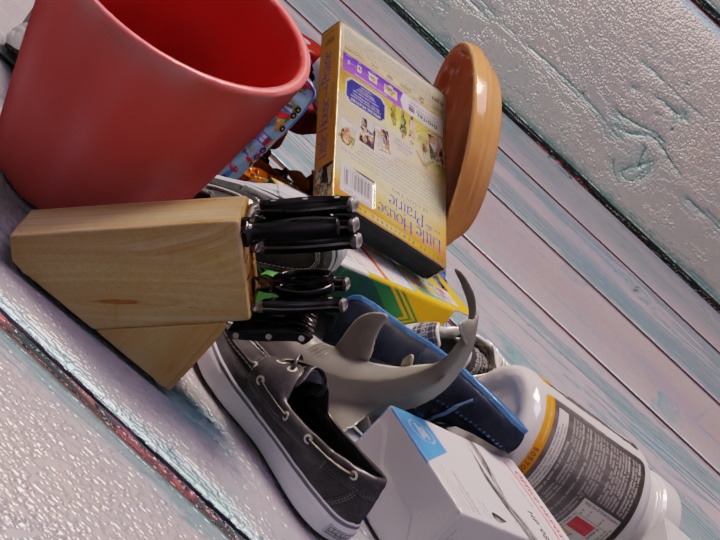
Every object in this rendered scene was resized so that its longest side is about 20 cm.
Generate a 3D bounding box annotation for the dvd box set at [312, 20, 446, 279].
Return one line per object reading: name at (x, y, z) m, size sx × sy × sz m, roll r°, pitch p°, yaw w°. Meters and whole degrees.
dvd box set at (0.020, -0.108, 1.527) m, size 0.146 × 0.029 × 0.201 m, roll 30°, pitch 47°, yaw -35°

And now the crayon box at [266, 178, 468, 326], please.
crayon box at (0.000, 0.000, 1.519) m, size 0.199 × 0.052 × 0.126 m, roll 22°, pitch 22°, yaw -47°

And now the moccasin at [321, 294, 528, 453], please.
moccasin at (0.049, 0.098, 1.379) m, size 0.200 × 0.068 × 0.081 m, roll 34°, pitch -8°, yaw 37°

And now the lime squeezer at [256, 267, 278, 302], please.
lime squeezer at (-0.090, 0.013, 1.388) m, size 0.070 × 0.038 × 0.200 m, roll 13°, pitch 9°, yaw 13°

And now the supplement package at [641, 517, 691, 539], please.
supplement package at (0.276, 0.312, 1.327) m, size 0.200 × 0.114 × 0.110 m, roll 42°, pitch 16°, yaw -6°

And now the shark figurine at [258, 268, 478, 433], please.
shark figurine at (0.013, 0.085, 1.265) m, size 0.090 × 0.213 × 0.129 m, roll -45°, pitch 118°, yaw -48°

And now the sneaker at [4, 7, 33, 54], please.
sneaker at (-0.227, -0.191, 1.390) m, size 0.074 × 0.080 × 0.200 m, roll 31°, pitch -1°, yaw -37°

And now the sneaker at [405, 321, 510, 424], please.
sneaker at (0.101, 0.098, 1.496) m, size 0.199 × 0.080 × 0.077 m, roll 23°, pitch 51°, yaw -40°

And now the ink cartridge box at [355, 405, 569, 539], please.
ink cartridge box at (0.087, 0.186, 1.275) m, size 0.199 × 0.067 × 0.116 m, roll 28°, pitch 20°, yaw -45°

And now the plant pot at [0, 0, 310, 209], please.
plant pot at (-0.164, -0.130, 1.229) m, size 0.199 × 0.178 × 0.201 m, roll 27°, pitch 32°, yaw -19°

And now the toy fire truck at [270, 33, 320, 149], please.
toy fire truck at (-0.116, -0.183, 1.645) m, size 0.199 × 0.113 × 0.168 m, roll 27°, pitch 18°, yaw -11°

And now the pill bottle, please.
pill bottle at (0.172, 0.174, 1.441) m, size 0.200 × 0.116 × 0.117 m, roll 36°, pitch 16°, yaw -26°

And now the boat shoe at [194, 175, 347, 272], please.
boat shoe at (-0.110, -0.036, 1.348) m, size 0.199 × 0.073 × 0.071 m, roll 19°, pitch 31°, yaw 10°

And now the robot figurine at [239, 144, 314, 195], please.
robot figurine at (-0.078, -0.077, 1.604) m, size 0.199 × 0.058 × 0.145 m, roll 30°, pitch 20°, yaw -39°

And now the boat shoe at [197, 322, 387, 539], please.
boat shoe at (-0.046, 0.094, 1.183) m, size 0.070 × 0.066 × 0.200 m, roll 25°, pitch 23°, yaw -49°

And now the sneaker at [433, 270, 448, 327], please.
sneaker at (0.053, 0.034, 1.605) m, size 0.066 × 0.078 × 0.201 m, roll 35°, pitch 17°, yaw -33°

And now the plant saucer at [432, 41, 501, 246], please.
plant saucer at (0.092, -0.114, 1.616) m, size 0.037 × 0.202 × 0.200 m, roll 10°, pitch 23°, yaw -13°

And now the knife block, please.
knife block at (-0.105, -0.019, 1.132) m, size 0.200 × 0.176 × 0.064 m, roll 40°, pitch 14°, yaw -9°

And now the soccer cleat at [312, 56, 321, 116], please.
soccer cleat at (0.008, -0.111, 1.612) m, size 0.087 × 0.069 × 0.201 m, roll -98°, pitch 167°, yaw -55°

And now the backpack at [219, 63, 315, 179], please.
backpack at (-0.157, -0.184, 1.476) m, size 0.134 × 0.183 × 0.200 m, roll 38°, pitch 6°, yaw -47°
